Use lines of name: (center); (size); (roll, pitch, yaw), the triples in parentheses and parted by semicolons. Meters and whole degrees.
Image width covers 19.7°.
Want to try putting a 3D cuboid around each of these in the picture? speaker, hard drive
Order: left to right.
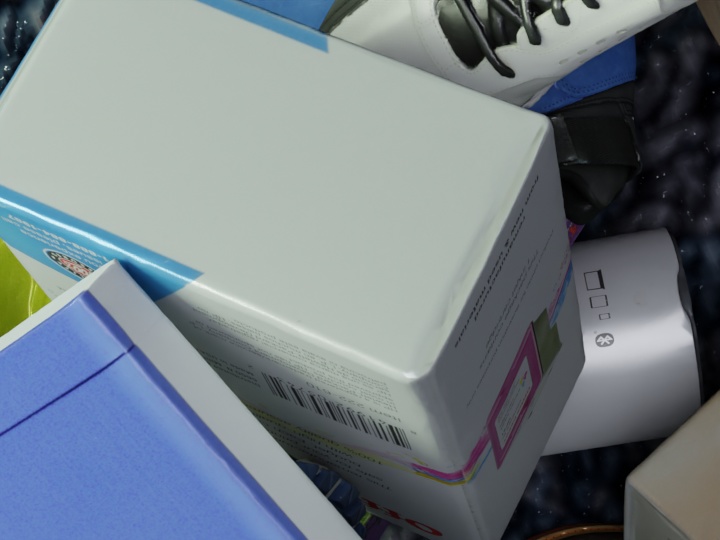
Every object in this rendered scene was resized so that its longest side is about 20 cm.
hard drive: (-0.043, 0.100, 0.591); (0.200, 0.025, 0.132); (50, 136, -10)
speaker: (0.027, 0.038, 0.800); (0.199, 0.081, 0.081); (-10, 97, 2)

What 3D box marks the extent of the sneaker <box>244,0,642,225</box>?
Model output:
sneaker: (0.001, -0.052, 0.708); (0.199, 0.077, 0.112); (-4, 80, -16)

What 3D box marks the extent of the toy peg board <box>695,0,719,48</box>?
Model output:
toy peg board: (0.179, -0.185, 0.697); (0.200, 0.098, 0.199); (-40, 105, -35)

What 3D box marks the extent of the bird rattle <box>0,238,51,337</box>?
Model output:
bird rattle: (-0.130, -0.023, 0.765); (0.113, 0.200, 0.163); (39, 135, -9)

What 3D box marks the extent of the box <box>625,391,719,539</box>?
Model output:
box: (0.193, 0.049, 0.748); (0.200, 0.095, 0.078); (-41, 68, -12)

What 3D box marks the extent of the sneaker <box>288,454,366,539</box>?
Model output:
sneaker: (-0.054, 0.119, 0.696); (0.085, 0.200, 0.077); (24, 53, 11)

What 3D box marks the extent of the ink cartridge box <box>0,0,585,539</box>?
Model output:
ink cartridge box: (-0.016, 0.004, 0.633); (0.144, 0.200, 0.085); (23, 73, 16)

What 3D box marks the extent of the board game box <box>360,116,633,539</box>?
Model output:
board game box: (0.000, 0.000, 0.763); (0.120, 0.032, 0.200); (27, 70, 23)

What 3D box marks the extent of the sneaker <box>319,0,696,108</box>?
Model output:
sneaker: (0.060, -0.096, 0.618); (0.200, 0.080, 0.074); (-34, 96, 19)

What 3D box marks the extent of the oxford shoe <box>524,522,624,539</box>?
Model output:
oxford shoe: (0.112, 0.136, 0.813); (0.199, 0.073, 0.071); (-15, 97, 3)
